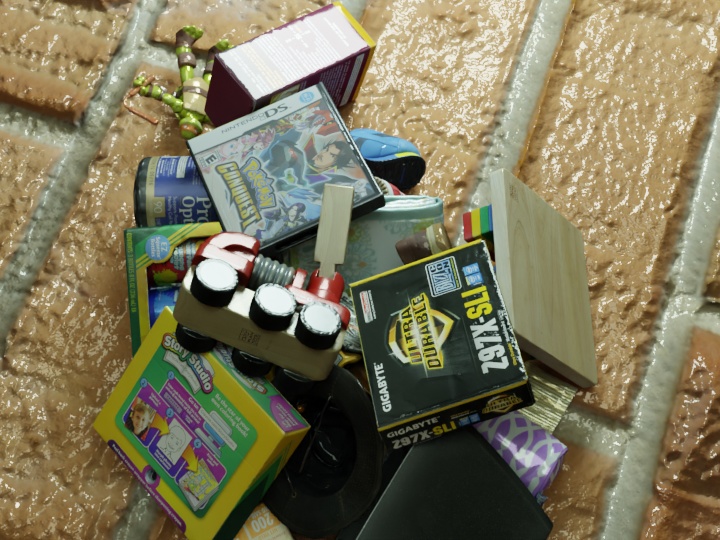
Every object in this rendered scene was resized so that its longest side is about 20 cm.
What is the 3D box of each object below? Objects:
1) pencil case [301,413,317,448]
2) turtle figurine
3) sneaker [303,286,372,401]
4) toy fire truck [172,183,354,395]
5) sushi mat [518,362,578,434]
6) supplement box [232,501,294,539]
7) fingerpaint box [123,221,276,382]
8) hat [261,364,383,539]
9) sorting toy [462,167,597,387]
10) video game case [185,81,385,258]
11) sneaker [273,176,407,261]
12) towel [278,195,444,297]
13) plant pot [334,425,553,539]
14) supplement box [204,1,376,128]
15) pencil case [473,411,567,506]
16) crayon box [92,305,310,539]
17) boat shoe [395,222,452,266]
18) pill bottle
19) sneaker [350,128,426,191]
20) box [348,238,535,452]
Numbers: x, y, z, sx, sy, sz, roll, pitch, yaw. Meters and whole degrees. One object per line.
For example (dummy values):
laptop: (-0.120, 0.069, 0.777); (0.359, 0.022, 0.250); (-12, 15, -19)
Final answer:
pencil case: (-0.115, 0.190, 1.478); (0.197, 0.078, 0.091); (-19, 81, -6)
turtle figurine: (-0.205, -0.227, 1.677); (0.197, 0.064, 0.163); (15, 61, -16)
sneaker: (-0.016, 0.085, 1.442); (0.199, 0.082, 0.079); (37, 110, 24)
toy fire truck: (-0.085, -0.001, 1.364); (0.174, 0.130, 0.201); (22, 40, -3)
sushi mat: (0.150, 0.131, 1.530); (0.198, 0.012, 0.096); (28, 71, 14)
supplement box: (-0.103, 0.369, 1.399); (0.125, 0.074, 0.201); (-27, 68, -9)
fingerpaint box: (-0.182, 0.046, 1.503); (0.164, 0.073, 0.203); (-4, 90, 4)
hat: (-0.031, 0.192, 1.389); (0.199, 0.080, 0.204); (-10, 74, 39)
sorting toy: (0.192, 0.018, 1.494); (0.069, 0.198, 0.203); (-19, 59, 31)
video game case: (-0.089, -0.113, 1.479); (0.179, 0.026, 0.201); (-24, 52, -5)
sneaker: (-0.019, -0.031, 1.588); (0.200, 0.112, 0.072); (-41, 70, 17)
towel: (0.000, 0.000, 1.510); (0.197, 0.174, 0.048); (-1, 23, -1)
plant pot: (0.086, 0.283, 1.376); (0.176, 0.200, 0.201); (33, 70, 0)
supplement box: (-0.089, -0.242, 1.622); (0.199, 0.111, 0.086); (-30, 70, -30)
pencil case: (0.140, 0.186, 1.467); (0.199, 0.086, 0.084); (35, 45, 15)
crayon box: (-0.173, 0.166, 1.381); (0.200, 0.058, 0.173); (43, 110, 22)
boat shoe: (0.087, 0.036, 1.472); (0.071, 0.201, 0.073); (-17, 41, 5)
pill bottle: (-0.171, -0.085, 1.584); (0.197, 0.112, 0.113); (-1, 65, 2)
sneaker: (-0.014, -0.141, 1.596); (0.198, 0.067, 0.079); (-1, 37, -36)
box: (0.080, 0.074, 1.334); (0.157, 0.050, 0.202); (-17, 45, 6)
